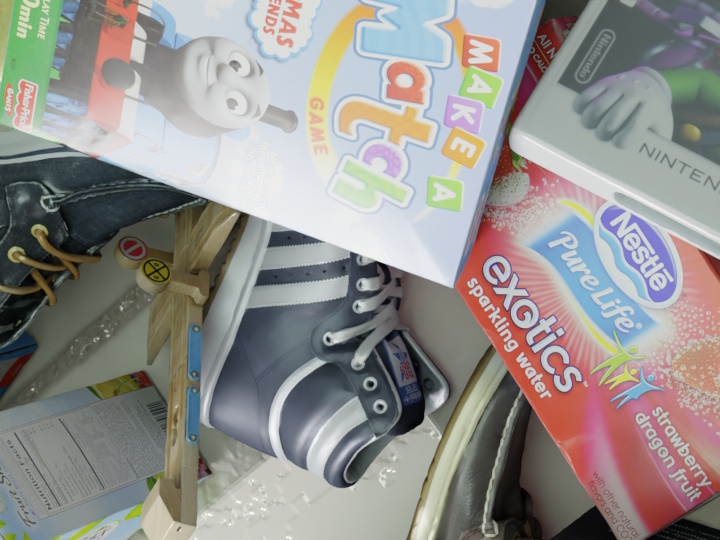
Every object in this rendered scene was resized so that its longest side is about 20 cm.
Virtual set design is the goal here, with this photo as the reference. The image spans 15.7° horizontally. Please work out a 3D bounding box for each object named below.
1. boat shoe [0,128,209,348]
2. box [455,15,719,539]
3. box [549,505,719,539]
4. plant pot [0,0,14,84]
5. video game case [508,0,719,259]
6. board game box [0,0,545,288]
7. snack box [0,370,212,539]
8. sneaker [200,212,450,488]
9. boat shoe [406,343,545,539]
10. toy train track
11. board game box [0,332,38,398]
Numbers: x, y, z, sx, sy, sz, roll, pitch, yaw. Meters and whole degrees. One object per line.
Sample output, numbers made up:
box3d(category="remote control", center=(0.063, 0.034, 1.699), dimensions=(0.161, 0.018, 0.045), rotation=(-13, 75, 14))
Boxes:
box3d(category="boat shoe", center=(-0.140, -0.013, 1.135), dimensions=(0.200, 0.071, 0.091), rotation=(-5, 74, 33))
box3d(category="box", center=(0.106, 0.002, 1.084), dimensions=(0.100, 0.095, 0.200), rotation=(-34, 84, 19))
box3d(category="box", center=(0.130, 0.177, 1.038), dimensions=(0.148, 0.200, 0.107), rotation=(16, 101, 18))
box3d(category="plant pot", center=(-0.099, -0.173, 1.104), dimensions=(0.200, 0.200, 0.185), rotation=(36, 118, 13))
box3d(category="video game case", center=(0.184, -0.088, 1.024), dimensions=(0.181, 0.023, 0.200), rotation=(28, 69, 11))
box3d(category="board game box", center=(-0.036, -0.093, 1.010), dimensions=(0.199, 0.037, 0.152), rotation=(19, 126, 6))
box3d(category="snack box", center=(-0.179, 0.126, 1.145), dimensions=(0.169, 0.200, 0.068), rotation=(-38, 83, 19))
box3d(category="sneaker", center=(0.000, 0.000, 1.135), dimensions=(0.108, 0.070, 0.200), rotation=(31, 112, 19))
box3d(category="boat shoe", center=(0.053, 0.129, 1.134), dimensions=(0.066, 0.072, 0.201), rotation=(20, 107, 11))
box3d(category="toy train track", center=(-0.086, 0.030, 1.121), dimensions=(0.032, 0.200, 0.115), rotation=(14, 138, -18))
box3d(category="board game box", center=(-0.288, 0.051, 1.253), dimensions=(0.200, 0.056, 0.196), rotation=(39, 107, 12))
